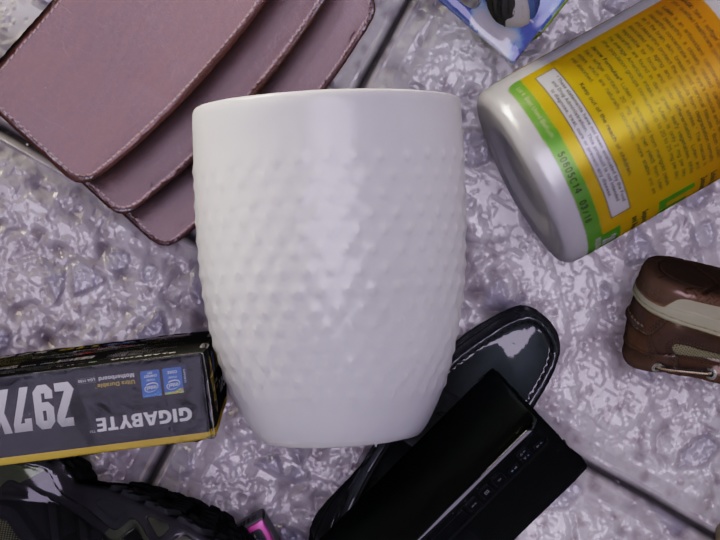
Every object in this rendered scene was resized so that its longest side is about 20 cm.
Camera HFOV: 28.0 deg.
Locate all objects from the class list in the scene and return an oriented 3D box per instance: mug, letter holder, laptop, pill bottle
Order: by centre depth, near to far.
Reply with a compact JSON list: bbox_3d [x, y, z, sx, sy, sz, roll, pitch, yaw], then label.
[{"bbox_3d":[0.045,0.153,0.763,0.177,0.103,0.200,-44,135,2],"label":"laptop"},{"bbox_3d":[0.000,0.000,0.794,0.146,0.199,0.178,-2,90,34],"label":"mug"},{"bbox_3d":[-0.094,-0.125,0.823,0.142,0.101,0.200,42,89,-5],"label":"letter holder"},{"bbox_3d":[0.176,-0.099,0.831,0.198,0.111,0.112,-29,92,-2],"label":"pill bottle"}]

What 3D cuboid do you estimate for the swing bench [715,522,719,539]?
[{"bbox_3d":[0.328,0.144,0.798,0.196,0.130,0.202,13,122,-3],"label":"swing bench"}]

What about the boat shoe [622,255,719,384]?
[{"bbox_3d":[0.251,0.051,0.866,0.199,0.075,0.076,16,113,-3],"label":"boat shoe"}]

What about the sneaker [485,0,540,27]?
[{"bbox_3d":[0.108,-0.234,0.795,0.076,0.076,0.203,10,91,1],"label":"sneaker"}]

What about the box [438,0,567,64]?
[{"bbox_3d":[0.105,-0.235,0.856,0.121,0.048,0.201,38,89,-2],"label":"box"}]

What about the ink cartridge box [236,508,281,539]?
[{"bbox_3d":[-0.053,0.254,0.864,0.094,0.037,0.202,-28,94,-2],"label":"ink cartridge box"}]

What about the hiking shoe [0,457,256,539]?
[{"bbox_3d":[-0.142,0.170,0.824,0.198,0.076,0.102,18,89,20],"label":"hiking shoe"}]

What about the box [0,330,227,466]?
[{"bbox_3d":[-0.175,0.071,0.791,0.197,0.160,0.050,-7,90,-4],"label":"box"}]

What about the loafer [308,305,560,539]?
[{"bbox_3d":[0.047,0.105,0.847,0.068,0.070,0.201,42,89,-5],"label":"loafer"}]
